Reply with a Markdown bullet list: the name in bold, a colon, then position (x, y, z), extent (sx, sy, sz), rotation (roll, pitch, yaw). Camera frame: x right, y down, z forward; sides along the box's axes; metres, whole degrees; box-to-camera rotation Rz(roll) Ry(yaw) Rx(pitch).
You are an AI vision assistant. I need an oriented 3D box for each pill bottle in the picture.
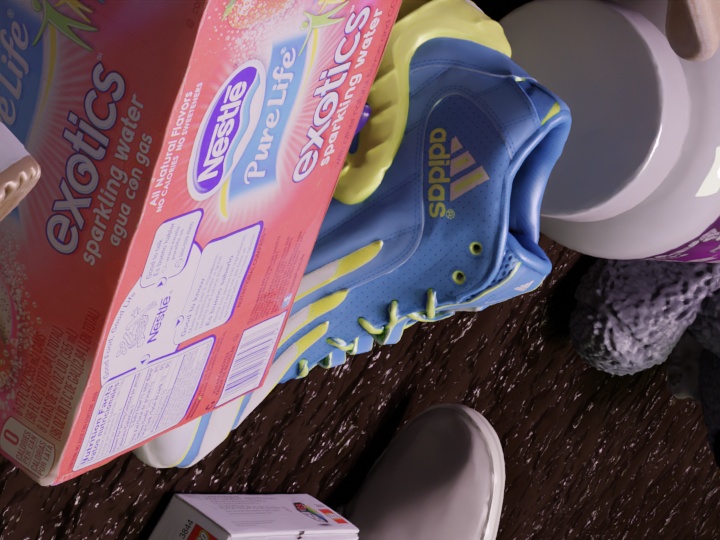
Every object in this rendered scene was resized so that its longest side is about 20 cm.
- **pill bottle**: position (0.117, -0.059, 1.094), extent (0.113, 0.112, 0.200), rotation (-61, 156, 13)

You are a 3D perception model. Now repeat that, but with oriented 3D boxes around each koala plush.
- **koala plush**: position (0.218, 0.035, 1.361), extent (0.184, 0.177, 0.200), rotation (-56, 156, -25)

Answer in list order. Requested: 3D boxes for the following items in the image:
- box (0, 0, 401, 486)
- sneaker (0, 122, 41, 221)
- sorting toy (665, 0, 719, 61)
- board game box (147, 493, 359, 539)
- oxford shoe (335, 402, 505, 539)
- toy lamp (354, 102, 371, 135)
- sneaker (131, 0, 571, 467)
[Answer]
- **box**: position (-0.063, -0.054, 0.764), extent (0.103, 0.095, 0.200), rotation (-25, 143, -50)
- **sneaker**: position (-0.154, -0.026, 0.675), extent (0.070, 0.109, 0.200), rotation (-44, -175, -31)
- **sorting toy**: position (0.108, -0.192, 0.913), extent (0.200, 0.036, 0.186), rotation (66, 30, -67)
- **board game box**: position (-0.085, 0.182, 1.122), extent (0.200, 0.035, 0.126), rotation (-59, 158, 8)
- **oxford shoe**: position (-0.005, 0.146, 1.192), extent (0.200, 0.075, 0.058), rotation (-56, 143, 5)
- **toy lamp**: position (0.008, -0.110, 0.881), extent (0.200, 0.058, 0.058), rotation (-57, 157, 6)
- **sneaker**: position (0.000, 0.000, 0.951), extent (0.200, 0.105, 0.076), rotation (-58, 157, 6)
